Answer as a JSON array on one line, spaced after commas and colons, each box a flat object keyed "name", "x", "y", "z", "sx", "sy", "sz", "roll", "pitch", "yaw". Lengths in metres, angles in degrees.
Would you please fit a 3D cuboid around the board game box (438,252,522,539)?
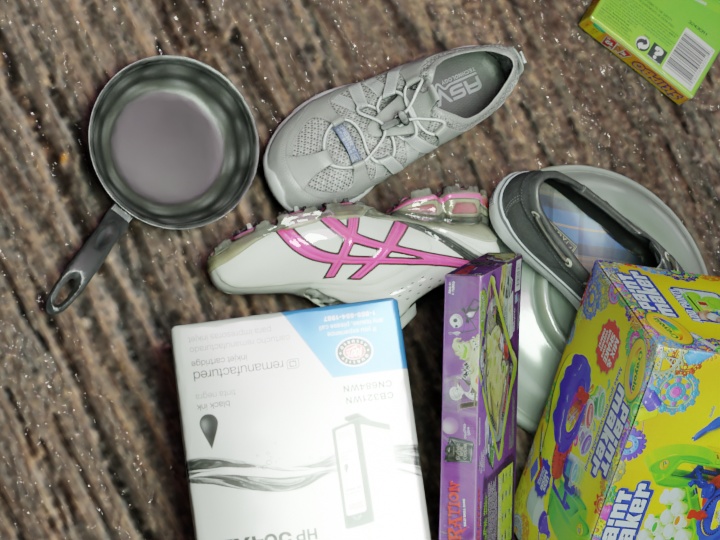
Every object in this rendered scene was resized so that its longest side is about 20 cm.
[{"name": "board game box", "x": 0.076, "y": 0.094, "z": 1.616, "sx": 0.032, "sy": 0.120, "sz": 0.200, "roll": 3, "pitch": 97, "yaw": 11}]

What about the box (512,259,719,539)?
[{"name": "box", "x": 0.226, "y": 0.118, "z": 1.641, "sx": 0.192, "sy": 0.122, "sz": 0.200, "roll": 8, "pitch": 115, "yaw": -20}]

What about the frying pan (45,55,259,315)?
[{"name": "frying pan", "x": -0.130, "y": -0.046, "z": 1.639, "sx": 0.115, "sy": 0.031, "sz": 0.190, "roll": 17, "pitch": 76, "yaw": -17}]

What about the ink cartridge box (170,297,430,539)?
[{"name": "ink cartridge box", "x": -0.035, "y": 0.128, "z": 1.586, "sx": 0.146, "sy": 0.084, "sz": 0.200, "roll": -8, "pitch": 83, "yaw": -5}]

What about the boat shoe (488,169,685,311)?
[{"name": "boat shoe", "x": 0.175, "y": 0.000, "z": 1.673, "sx": 0.200, "sy": 0.066, "sz": 0.070, "roll": 41, "pitch": 68, "yaw": -12}]

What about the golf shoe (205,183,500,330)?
[{"name": "golf shoe", "x": 0.000, "y": 0.000, "z": 1.652, "sx": 0.200, "sy": 0.073, "sz": 0.092, "roll": -7, "pitch": 79, "yaw": -18}]

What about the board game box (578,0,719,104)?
[{"name": "board game box", "x": 0.243, "y": -0.225, "z": 1.829, "sx": 0.096, "sy": 0.030, "sz": 0.200, "roll": 37, "pitch": 70, "yaw": -11}]

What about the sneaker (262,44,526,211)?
[{"name": "sneaker", "x": 0.022, "y": -0.105, "z": 1.684, "sx": 0.200, "sy": 0.082, "sz": 0.075, "roll": -33, "pitch": 91, "yaw": -24}]

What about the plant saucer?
[{"name": "plant saucer", "x": 0.161, "y": 0.021, "z": 1.729, "sx": 0.200, "sy": 0.050, "sz": 0.200, "roll": 5, "pitch": 77, "yaw": -21}]
